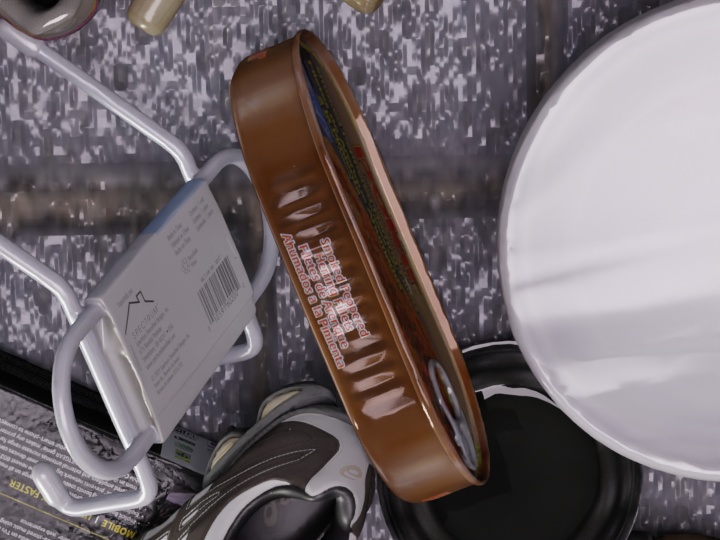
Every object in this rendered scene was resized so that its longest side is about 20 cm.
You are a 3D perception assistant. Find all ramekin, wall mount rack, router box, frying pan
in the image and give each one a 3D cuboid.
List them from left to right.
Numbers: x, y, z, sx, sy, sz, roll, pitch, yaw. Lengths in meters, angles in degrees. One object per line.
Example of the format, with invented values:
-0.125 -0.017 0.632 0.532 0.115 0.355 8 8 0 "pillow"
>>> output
-0.144 0.122 1.292 0.200 0.051 0.149 25 103 -8 "router box"
-0.110 -0.006 1.203 0.074 0.200 0.174 -10 115 28 "wall mount rack"
0.080 0.121 1.277 0.115 0.031 0.190 -27 82 4 "frying pan"
0.153 -0.021 1.236 0.202 0.094 0.203 0 104 -1 "ramekin"

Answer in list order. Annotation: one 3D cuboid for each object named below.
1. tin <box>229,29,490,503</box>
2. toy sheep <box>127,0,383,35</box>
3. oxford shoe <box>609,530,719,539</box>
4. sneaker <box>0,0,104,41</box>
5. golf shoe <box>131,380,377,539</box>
0.000 0.000 1.227 0.042 0.112 0.200 -21 94 15 "tin"
-0.028 -0.177 1.177 0.138 0.138 0.200 36 86 -9 "toy sheep"
0.147 0.213 1.309 0.084 0.073 0.200 0 105 -2 "oxford shoe"
-0.158 -0.186 1.194 0.075 0.090 0.200 -30 103 7 "sneaker"
-0.065 0.138 1.224 0.078 0.095 0.200 31 104 -15 "golf shoe"
